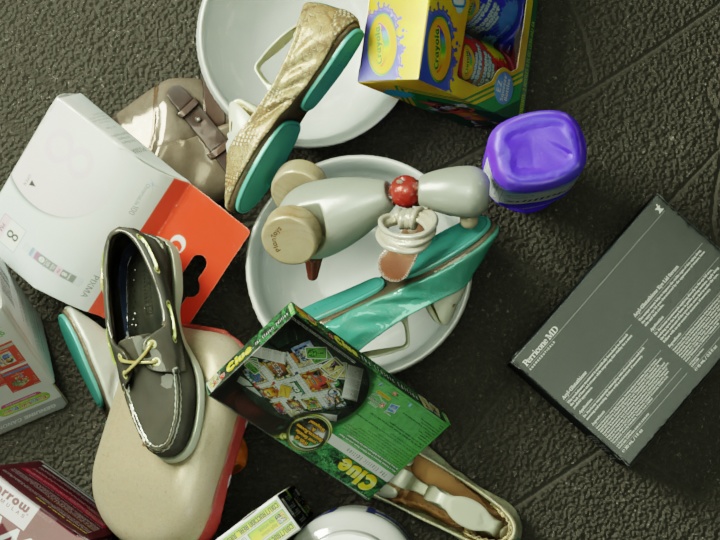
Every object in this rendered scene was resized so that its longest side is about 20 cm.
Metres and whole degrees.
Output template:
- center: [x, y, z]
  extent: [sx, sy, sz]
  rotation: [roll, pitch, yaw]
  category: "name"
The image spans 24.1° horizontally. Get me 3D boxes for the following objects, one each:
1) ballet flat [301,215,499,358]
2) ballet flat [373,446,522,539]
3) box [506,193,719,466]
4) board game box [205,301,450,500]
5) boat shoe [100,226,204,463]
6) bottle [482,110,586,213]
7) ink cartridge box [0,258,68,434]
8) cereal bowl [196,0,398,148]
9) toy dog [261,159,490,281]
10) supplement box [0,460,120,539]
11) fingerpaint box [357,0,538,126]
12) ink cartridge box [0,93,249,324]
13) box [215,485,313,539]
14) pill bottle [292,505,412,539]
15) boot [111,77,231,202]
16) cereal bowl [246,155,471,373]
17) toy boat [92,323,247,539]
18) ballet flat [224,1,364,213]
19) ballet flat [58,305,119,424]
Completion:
- center: [0.038, 0.026, 1.442]
  extent: [0.199, 0.067, 0.071]
  rotation: [-28, 111, -1]
  category: "ballet flat"
- center: [0.057, 0.191, 1.510]
  extent: [0.199, 0.062, 0.068]
  rotation: [25, 87, 4]
  category: "ballet flat"
- center: [0.249, 0.054, 1.511]
  extent: [0.141, 0.079, 0.200]
  rotation: [42, 87, 2]
  category: "box"
- center: [-0.025, 0.114, 1.424]
  extent: [0.105, 0.023, 0.200]
  rotation: [-44, 125, 12]
  category: "board game box"
- center: [-0.180, 0.061, 1.405]
  extent: [0.071, 0.061, 0.202]
  rotation: [-21, 67, 22]
  category: "boat shoe"
- center: [0.147, -0.089, 1.467]
  extent: [0.083, 0.200, 0.066]
  rotation: [-12, 84, 0]
  category: "bottle"
- center: [-0.386, 0.085, 1.509]
  extent: [0.199, 0.176, 0.084]
  rotation: [-21, 53, -1]
  category: "ink cartridge box"
- center: [-0.054, -0.209, 1.533]
  extent: [0.199, 0.083, 0.201]
  rotation: [-1, 93, -13]
  category: "cereal bowl"
- center: [0.009, -0.034, 1.422]
  extent: [0.199, 0.097, 0.132]
  rotation: [10, 42, 30]
  category: "toy dog"
- center: [-0.271, 0.219, 1.448]
  extent: [0.109, 0.200, 0.061]
  rotation: [35, 86, 5]
  category: "supplement box"
- center: [0.086, -0.245, 1.499]
  extent: [0.073, 0.167, 0.201]
  rotation: [3, 82, 39]
  category: "fingerpaint box"
- center: [-0.221, -0.033, 1.479]
  extent: [0.200, 0.057, 0.163]
  rotation: [40, 113, 11]
  category: "ink cartridge box"
- center: [-0.098, 0.233, 1.442]
  extent: [0.110, 0.200, 0.035]
  rotation: [-37, 85, -1]
  category: "box"
- center: [-0.008, 0.263, 1.435]
  extent: [0.119, 0.200, 0.120]
  rotation: [0, 84, 2]
  category: "pill bottle"
- center: [-0.155, -0.077, 1.546]
  extent: [0.146, 0.070, 0.201]
  rotation: [-18, 91, -9]
  category: "boot"
- center: [0.000, 0.000, 1.514]
  extent: [0.199, 0.083, 0.201]
  rotation: [0, 84, 2]
  category: "cereal bowl"
- center: [-0.146, 0.154, 1.472]
  extent: [0.130, 0.131, 0.201]
  rotation: [9, 76, 33]
  category: "toy boat"
- center: [-0.073, -0.145, 1.460]
  extent: [0.065, 0.070, 0.200]
  rotation: [36, 95, 15]
  category: "ballet flat"
- center: [-0.212, 0.119, 1.531]
  extent: [0.069, 0.069, 0.201]
  rotation: [-22, 89, -1]
  category: "ballet flat"
